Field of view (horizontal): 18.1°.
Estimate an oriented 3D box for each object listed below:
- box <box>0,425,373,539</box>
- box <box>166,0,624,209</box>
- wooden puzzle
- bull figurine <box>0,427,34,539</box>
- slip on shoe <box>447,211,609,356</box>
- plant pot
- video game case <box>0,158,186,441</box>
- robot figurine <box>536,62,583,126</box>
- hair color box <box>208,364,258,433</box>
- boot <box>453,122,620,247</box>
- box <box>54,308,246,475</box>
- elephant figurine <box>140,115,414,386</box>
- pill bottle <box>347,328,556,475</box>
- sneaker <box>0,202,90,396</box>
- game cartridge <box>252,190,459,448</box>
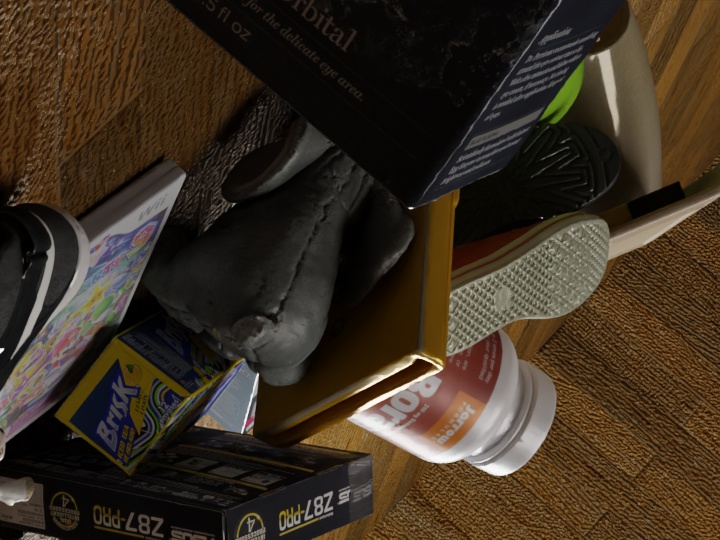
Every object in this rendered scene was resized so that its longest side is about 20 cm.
[{"bbox_3d":[-0.117,0.143,1.485,0.161,0.200,0.049,-18,109,-54],"label":"box"},{"bbox_3d":[0.024,-0.170,0.998,0.200,0.197,0.117,-55,167,25],"label":"box"},{"bbox_3d":[0.166,-0.018,1.679,0.200,0.037,0.185,-27,176,-11],"label":"wooden puzzle"},{"bbox_3d":[-0.255,0.154,1.295,0.200,0.065,0.121,-45,138,17],"label":"bull figurine"},{"bbox_3d":[0.094,0.002,1.518,0.200,0.061,0.074,-22,123,-37],"label":"slip on shoe"},{"bbox_3d":[0.153,-0.138,1.757,0.187,0.187,0.200,-44,156,-26],"label":"plant pot"},{"bbox_3d":[-0.180,0.032,1.347,0.143,0.018,0.200,-39,165,-41],"label":"video game case"},{"bbox_3d":[0.095,-0.154,1.559,0.176,0.116,0.200,-55,169,-1],"label":"robot figurine"},{"bbox_3d":[-0.071,0.043,1.720,0.099,0.061,0.200,-44,167,-25],"label":"hair color box"},{"bbox_3d":[0.100,-0.037,1.638,0.165,0.066,0.200,-20,168,-4],"label":"boot"},{"bbox_3d":[-0.131,0.072,1.497,0.070,0.064,0.200,-52,176,12],"label":"box"},{"bbox_3d":[-0.037,-0.038,1.425,0.200,0.155,0.142,-52,147,-9],"label":"elephant figurine"},{"bbox_3d":[0.038,0.069,1.604,0.112,0.200,0.112,-41,-147,34],"label":"pill bottle"},{"bbox_3d":[-0.221,0.049,1.129,0.200,0.073,0.112,-59,165,7],"label":"sneaker"},{"bbox_3d":[0.000,0.000,1.481,0.176,0.032,0.200,-30,-137,45],"label":"game cartridge"}]
